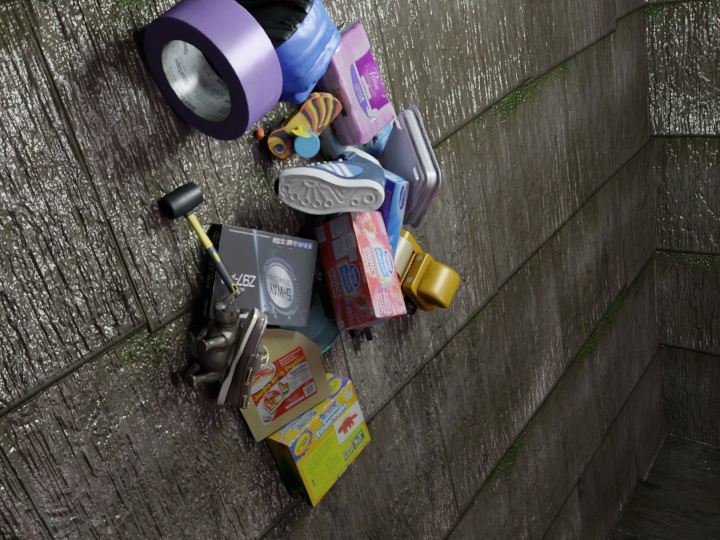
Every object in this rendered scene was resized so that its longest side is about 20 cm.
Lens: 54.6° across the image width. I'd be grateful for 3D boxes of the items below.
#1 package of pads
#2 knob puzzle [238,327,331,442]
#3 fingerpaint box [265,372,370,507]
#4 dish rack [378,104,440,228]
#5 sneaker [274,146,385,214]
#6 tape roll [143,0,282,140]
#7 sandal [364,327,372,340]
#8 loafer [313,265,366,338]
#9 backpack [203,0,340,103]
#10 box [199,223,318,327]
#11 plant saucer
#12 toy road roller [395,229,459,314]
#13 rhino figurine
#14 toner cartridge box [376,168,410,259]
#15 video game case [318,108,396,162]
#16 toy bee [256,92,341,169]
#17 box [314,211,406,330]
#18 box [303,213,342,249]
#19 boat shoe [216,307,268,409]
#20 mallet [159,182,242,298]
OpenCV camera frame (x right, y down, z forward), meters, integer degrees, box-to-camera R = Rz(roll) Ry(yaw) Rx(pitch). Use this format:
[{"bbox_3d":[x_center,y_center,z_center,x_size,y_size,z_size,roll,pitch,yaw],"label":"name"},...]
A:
[{"bbox_3d":[-0.017,-0.349,1.305,0.121,0.075,0.202,-46,125,-35],"label":"package of pads"},{"bbox_3d":[-0.160,0.192,1.307,0.217,0.030,0.223,-9,107,-30],"label":"knob puzzle"},{"bbox_3d":[-0.082,0.339,1.411,0.200,0.073,0.169,-43,128,-38],"label":"fingerpaint box"},{"bbox_3d":[0.088,-0.200,1.358,0.043,0.172,0.202,-5,61,-21],"label":"dish rack"},{"bbox_3d":[-0.053,-0.169,1.251,0.147,0.197,0.081,-94,-169,-54],"label":"sneaker"},{"bbox_3d":[-0.219,-0.301,1.038,0.085,0.198,0.201,-51,131,-32],"label":"tape roll"},{"bbox_3d":[0.007,0.060,1.470,0.076,0.044,0.202,-105,177,-54],"label":"sandal"},{"bbox_3d":[-0.045,0.062,1.356,0.201,0.068,0.071,48,66,-40],"label":"loafer"},{"bbox_3d":[-0.128,-0.364,1.138,0.168,0.198,0.164,43,63,-44],"label":"backpack"},{"bbox_3d":[-0.176,0.012,1.232,0.198,0.043,0.163,9,89,-38],"label":"box"},{"bbox_3d":[-0.099,0.068,1.373,0.199,0.036,0.203,-11,104,-50],"label":"plant saucer"},{"bbox_3d":[0.131,0.011,1.555,0.200,0.145,0.124,49,60,-43],"label":"toy road roller"},{"bbox_3d":[-0.238,0.111,1.143,0.087,0.060,0.202,-13,137,-52],"label":"rhino figurine"},{"bbox_3d":[0.032,-0.089,1.347,0.043,0.095,0.203,-12,122,-42],"label":"toner cartridge box"},{"bbox_3d":[-0.011,-0.300,1.411,0.201,0.045,0.182,-54,132,-29],"label":"video game case"},{"bbox_3d":[-0.124,-0.238,1.238,0.108,0.131,0.202,28,85,-23],"label":"toy bee"},{"bbox_3d":[0.000,0.000,1.282,0.095,0.099,0.203,-3,75,-49],"label":"box"},{"bbox_3d":[-0.007,-0.103,1.411,0.199,0.051,0.159,15,103,-51],"label":"box"},{"bbox_3d":[-0.191,0.154,1.191,0.059,0.072,0.202,19,115,-10],"label":"boat shoe"},{"bbox_3d":[-0.244,-0.050,1.137,0.066,0.041,0.201,-47,112,-33],"label":"mallet"}]
